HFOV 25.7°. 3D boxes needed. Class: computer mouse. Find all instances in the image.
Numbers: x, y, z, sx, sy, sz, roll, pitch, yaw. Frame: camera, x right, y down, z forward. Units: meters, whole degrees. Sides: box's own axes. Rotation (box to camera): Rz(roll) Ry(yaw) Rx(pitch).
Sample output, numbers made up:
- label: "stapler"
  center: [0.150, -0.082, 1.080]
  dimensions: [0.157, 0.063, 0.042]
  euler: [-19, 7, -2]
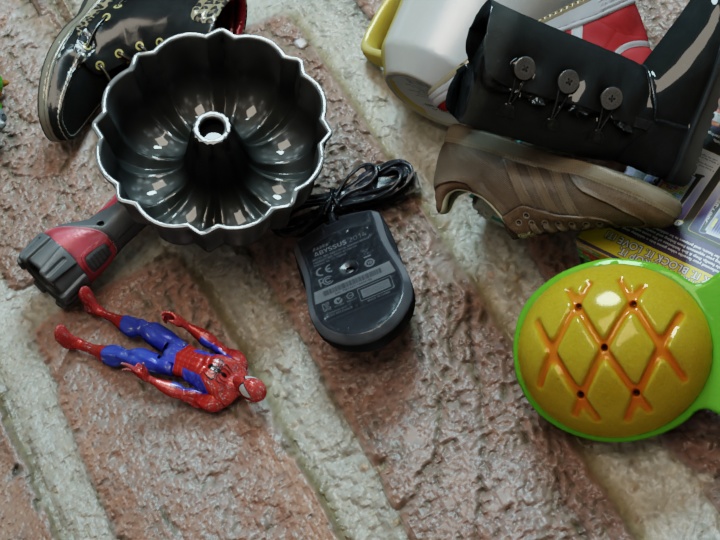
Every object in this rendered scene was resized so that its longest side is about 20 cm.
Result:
- label: "computer mouse"
  center: [0.000, 0.000, 1.314]
  dimensions: [0.138, 0.053, 0.201]
  euler: [-19, 44, 6]

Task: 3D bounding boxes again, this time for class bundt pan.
- label: "bundt pan"
  center: [-0.123, -0.102, 1.341]
  dimensions: [0.201, 0.076, 0.203]
  euler: [0, 63, 1]

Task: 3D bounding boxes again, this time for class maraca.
- label: "maraca"
  center: [0.212, 0.058, 1.176]
  dimensions: [0.199, 0.107, 0.138]
  euler: [-4, 88, 18]

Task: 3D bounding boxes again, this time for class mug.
- label: "mug"
  center: [0.090, -0.207, 1.385]
  dimensions: [0.149, 0.187, 0.154]
  euler: [31, 77, -5]

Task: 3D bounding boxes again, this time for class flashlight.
- label: "flashlight"
  center: [-0.212, -0.056, 1.398]
  dimensions: [0.068, 0.068, 0.200]
  euler: [44, 71, -2]

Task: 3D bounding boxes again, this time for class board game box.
- label: "board game box"
  center: [0.298, -0.032, 1.246]
  dimensions: [0.199, 0.057, 0.166]
  euler: [28, 72, 29]

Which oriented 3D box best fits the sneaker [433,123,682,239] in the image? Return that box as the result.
- label: "sneaker"
  center: [0.152, -0.054, 1.242]
  dimensions: [0.199, 0.070, 0.076]
  euler: [20, 96, 22]

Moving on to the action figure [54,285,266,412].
- label: "action figure"
  center: [-0.163, 0.070, 1.314]
  dimensions: [0.199, 0.052, 0.066]
  euler: [20, 62, 23]

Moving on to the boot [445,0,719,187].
- label: "boot"
  center: [0.180, -0.167, 1.206]
  dimensions: [0.199, 0.066, 0.166]
  euler: [15, 91, -10]

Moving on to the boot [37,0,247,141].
- label: "boot"
  center: [-0.204, -0.199, 1.480]
  dimensions: [0.150, 0.073, 0.201]
  euler: [11, 57, 21]

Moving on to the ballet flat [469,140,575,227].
- label: "ballet flat"
  center: [0.165, -0.113, 1.337]
  dimensions: [0.072, 0.072, 0.200]
  euler: [25, 70, 27]

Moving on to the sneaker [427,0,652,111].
- label: "sneaker"
  center: [0.157, -0.145, 1.266]
  dimensions: [0.199, 0.071, 0.113]
  euler: [-28, 93, -17]

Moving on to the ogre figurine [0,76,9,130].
- label: "ogre figurine"
  center: [-0.403, -0.172, 1.499]
  dimensions: [0.119, 0.098, 0.201]
  euler: [-22, 51, 9]
